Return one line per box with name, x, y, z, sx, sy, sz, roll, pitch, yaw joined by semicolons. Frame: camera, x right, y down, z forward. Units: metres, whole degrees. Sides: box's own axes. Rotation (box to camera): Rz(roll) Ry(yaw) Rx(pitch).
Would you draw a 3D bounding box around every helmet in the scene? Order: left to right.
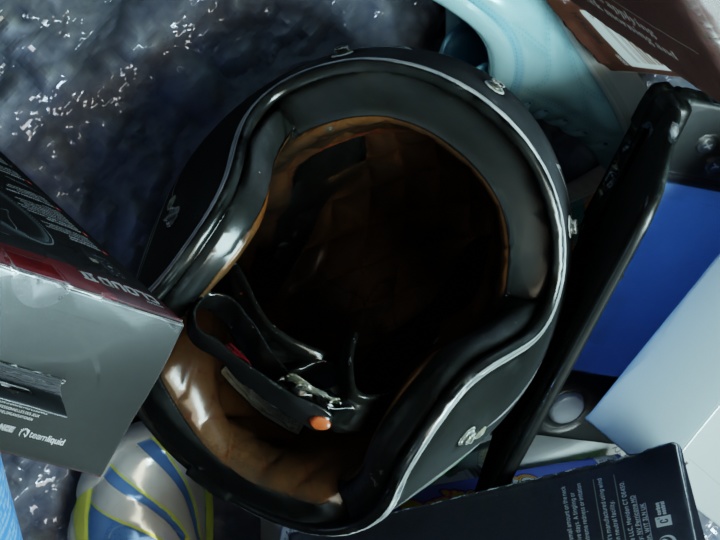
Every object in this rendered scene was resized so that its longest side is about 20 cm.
helmet;0.000;0.000;1.182;0.191;0.199;0.201;-54;142;-32

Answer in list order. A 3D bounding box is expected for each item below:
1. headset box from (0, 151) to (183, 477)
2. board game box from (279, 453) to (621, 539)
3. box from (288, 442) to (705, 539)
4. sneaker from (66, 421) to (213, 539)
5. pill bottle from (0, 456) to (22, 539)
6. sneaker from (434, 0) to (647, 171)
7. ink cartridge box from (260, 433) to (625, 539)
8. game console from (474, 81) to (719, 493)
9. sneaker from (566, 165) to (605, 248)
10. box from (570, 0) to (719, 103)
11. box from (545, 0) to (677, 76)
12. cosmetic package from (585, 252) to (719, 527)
headset box;-0.176;-0.002;1.037;0.148;0.200;0.077;19;106;-44
board game box;0.047;0.171;1.315;0.199;0.045;0.135;-6;122;-33
box;0.081;0.198;1.205;0.181;0.104;0.201;-14;132;8
sneaker;-0.088;0.172;1.290;0.075;0.105;0.201;-18;129;-27
pill bottle;-0.202;0.125;1.165;0.112;0.112;0.201;-26;131;-21
sneaker;0.077;-0.101;1.267;0.082;0.074;0.200;-35;129;2
ink cartridge box;0.052;0.140;1.391;0.199;0.084;0.147;-19;128;-28
game console;0.140;0.028;1.245;0.175;0.117;0.201;9;123;-30
sneaker;0.130;-0.003;1.357;0.200;0.080;0.072;-35;134;-13
box;0.104;-0.190;0.864;0.164;0.166;0.200;-44;137;-4
box;0.172;-0.188;1.205;0.075;0.100;0.201;40;68;-45
cosmetic package;0.194;0.045;1.283;0.151;0.052;0.200;-53;157;0
